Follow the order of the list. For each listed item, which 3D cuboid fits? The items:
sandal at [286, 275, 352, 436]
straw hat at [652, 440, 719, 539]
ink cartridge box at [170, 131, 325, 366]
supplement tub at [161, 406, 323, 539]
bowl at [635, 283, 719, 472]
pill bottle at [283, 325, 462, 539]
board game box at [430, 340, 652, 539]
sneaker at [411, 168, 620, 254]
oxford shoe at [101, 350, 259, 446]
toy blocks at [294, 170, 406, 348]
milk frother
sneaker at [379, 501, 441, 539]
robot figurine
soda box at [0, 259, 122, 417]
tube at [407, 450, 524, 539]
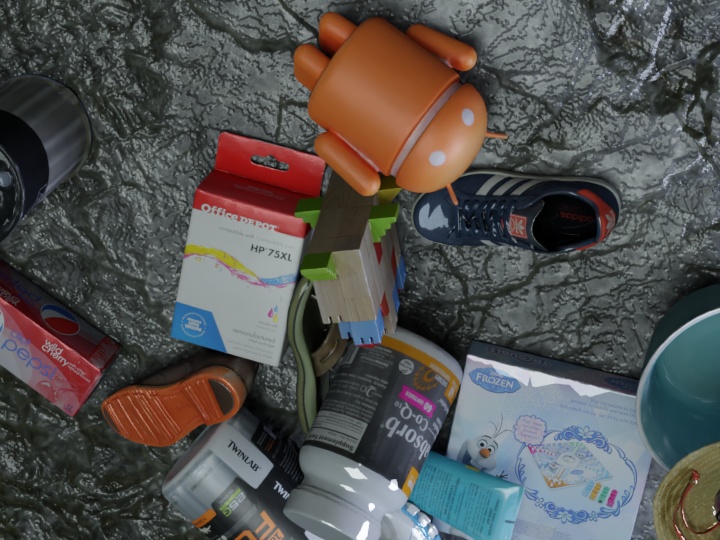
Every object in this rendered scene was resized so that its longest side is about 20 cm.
[{"bbox_3d":[-0.033,0.073,1.707,0.057,0.080,0.202,5,121,15],"label":"sandal"},{"bbox_3d":[0.368,0.204,1.557,0.199,0.085,0.203,9,119,16],"label":"straw hat"},{"bbox_3d":[-0.109,-0.021,1.689,0.115,0.067,0.202,14,113,6],"label":"ink cartridge box"},{"bbox_3d":[-0.093,0.243,1.759,0.200,0.123,0.123,42,113,-6],"label":"supplement tub"},{"bbox_3d":[0.344,0.093,1.603,0.199,0.105,0.202,-1,117,-2],"label":"bowl"},{"bbox_3d":[0.010,0.160,1.658,0.116,0.116,0.201,25,74,1],"label":"pill bottle"},{"bbox_3d":[0.184,0.187,1.720,0.198,0.043,0.201,14,114,7],"label":"board game box"},{"bbox_3d":[0.141,-0.050,1.615,0.198,0.085,0.076,-4,110,14],"label":"sneaker"},{"bbox_3d":[-0.181,0.126,1.767,0.199,0.073,0.072,-14,114,36],"label":"oxford shoe"},{"bbox_3d":[0.000,0.000,1.617,0.099,0.201,0.138,-5,122,13],"label":"toy blocks"},{"bbox_3d":[-0.385,-0.128,1.640,0.180,0.188,0.201,-26,104,19],"label":"milk frother"},{"bbox_3d":[0.045,0.298,1.739,0.200,0.087,0.075,48,151,-23],"label":"sneaker"},{"bbox_3d":[0.033,-0.151,1.575,0.200,0.144,0.117,38,131,5],"label":"robot figurine"},{"bbox_3d":[-0.348,0.057,1.773,0.199,0.063,0.070,36,114,-3],"label":"soda box"},{"bbox_3d":[0.066,0.207,1.714,0.199,0.050,0.078,24,120,24],"label":"tube"}]
